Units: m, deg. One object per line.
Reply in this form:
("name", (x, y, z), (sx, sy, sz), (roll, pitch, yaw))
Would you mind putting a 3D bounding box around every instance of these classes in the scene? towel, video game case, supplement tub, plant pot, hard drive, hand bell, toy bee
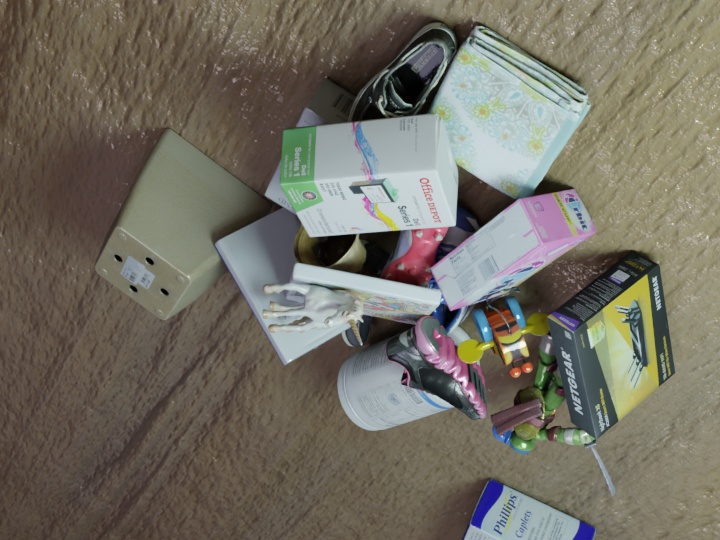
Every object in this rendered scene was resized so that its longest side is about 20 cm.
("towel", (0.174, -0.188, 1.532), (0.170, 0.048, 0.201), (33, 141, 4))
("video game case", (0.000, 0.035, 1.702), (0.198, 0.023, 0.182), (11, 168, -4))
("supplement tub", (0.073, 0.161, 1.888), (0.132, 0.132, 0.199), (47, 139, -18))
("plant pot", (-0.285, -0.049, 1.871), (0.199, 0.178, 0.200), (35, 141, -5))
("hard drive", (-0.107, 0.019, 1.804), (0.201, 0.131, 0.025), (59, 153, 5))
("hand bell", (0.000, 0.000, 1.742), (0.103, 0.105, 0.200), (0, 152, 33))
("toy bee", (0.193, 0.096, 1.698), (0.130, 0.200, 0.110), (-24, 80, 19))

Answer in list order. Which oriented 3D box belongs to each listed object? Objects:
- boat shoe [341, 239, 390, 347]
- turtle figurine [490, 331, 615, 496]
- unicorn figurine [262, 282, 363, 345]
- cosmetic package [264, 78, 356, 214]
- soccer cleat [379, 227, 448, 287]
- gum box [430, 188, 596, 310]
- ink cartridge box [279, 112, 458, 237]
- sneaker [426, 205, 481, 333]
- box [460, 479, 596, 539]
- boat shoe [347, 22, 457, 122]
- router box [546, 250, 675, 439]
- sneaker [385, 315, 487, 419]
("boat shoe", (0.014, 0.045, 1.855), (0.062, 0.073, 0.201), (19, 133, 15))
("turtle figurine", (0.297, 0.182, 1.774), (0.198, 0.144, 0.196), (17, 123, 9))
("unicorn figurine", (-0.060, 0.052, 1.644), (0.136, 0.200, 0.075), (0, 92, 3))
("cosmetic package", (-0.050, -0.154, 1.691), (0.101, 0.074, 0.201), (31, 140, 1))
("soccer cleat", (0.076, -0.039, 1.683), (0.066, 0.077, 0.201), (13, 139, -9))
("gum box", (0.192, -0.024, 1.609), (0.200, 0.113, 0.067), (-39, 71, 44))
("ink cartridge box", (0.014, -0.116, 1.550), (0.198, 0.085, 0.145), (-4, 153, 13))
("sneaker", (0.128, 0.003, 1.724), (0.075, 0.088, 0.201), (12, 135, 25))
("box", (0.271, 0.474, 2.100), (0.198, 0.105, 0.185), (24, 140, 9))
("boat shoe", (0.043, -0.217, 1.524), (0.070, 0.064, 0.200), (35, 122, -7))
("router box", (0.333, 0.099, 1.631), (0.052, 0.157, 0.201), (33, 152, 46))
("sneaker", (0.107, 0.147, 1.749), (0.095, 0.079, 0.200), (-26, 125, 23))
